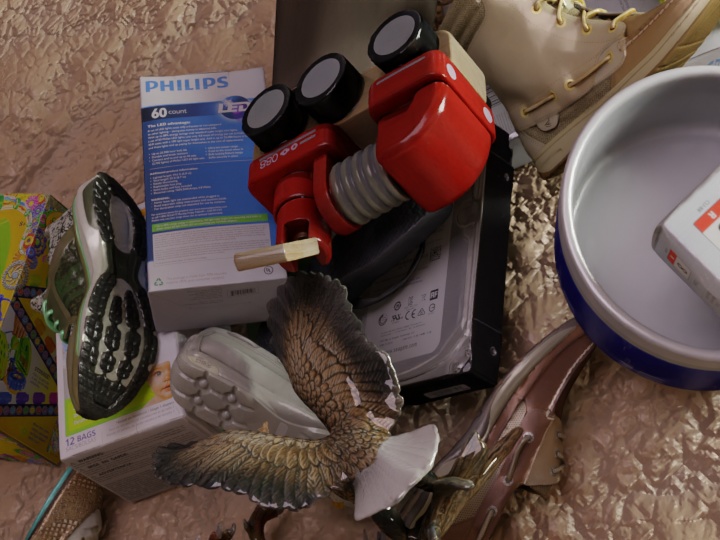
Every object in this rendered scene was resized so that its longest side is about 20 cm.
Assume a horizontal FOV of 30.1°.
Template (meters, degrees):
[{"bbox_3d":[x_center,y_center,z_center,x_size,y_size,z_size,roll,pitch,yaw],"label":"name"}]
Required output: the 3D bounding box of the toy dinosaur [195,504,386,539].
[{"bbox_3d":[-0.026,0.240,0.932,0.182,0.104,0.201,46,126,25],"label":"toy dinosaur"}]

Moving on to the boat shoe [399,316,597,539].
[{"bbox_3d":[0.106,0.122,0.914,0.072,0.076,0.201,38,87,11],"label":"boat shoe"}]

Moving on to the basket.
[{"bbox_3d":[-0.005,-0.190,1.066,0.180,0.135,0.202,-43,34,47],"label":"basket"}]

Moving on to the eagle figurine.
[{"bbox_3d":[-0.023,0.107,0.847,0.199,0.151,0.152,35,118,14],"label":"eagle figurine"}]

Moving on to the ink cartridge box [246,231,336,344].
[{"bbox_3d":[-0.069,-0.033,1.087,0.103,0.059,0.202,-20,56,16],"label":"ink cartridge box"}]

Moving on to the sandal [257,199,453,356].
[{"bbox_3d":[0.000,0.000,0.993,0.200,0.043,0.077,-41,30,31],"label":"sandal"}]

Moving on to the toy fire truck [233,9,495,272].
[{"bbox_3d":[-0.006,-0.062,0.897,0.174,0.129,0.202,-25,43,26],"label":"toy fire truck"}]

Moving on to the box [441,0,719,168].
[{"bbox_3d":[0.175,-0.184,1.057,0.198,0.041,0.158,-24,56,15],"label":"box"}]

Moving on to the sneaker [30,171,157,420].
[{"bbox_3d":[-0.206,0.028,1.001,0.088,0.077,0.202,-26,49,26],"label":"sneaker"}]

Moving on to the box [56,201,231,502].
[{"bbox_3d":[-0.169,0.061,1.061,0.111,0.101,0.202,-20,57,15],"label":"box"}]

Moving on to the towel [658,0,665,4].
[{"bbox_3d":[0.239,-0.268,1.021,0.023,0.142,0.202,-56,43,44],"label":"towel"}]

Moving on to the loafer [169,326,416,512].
[{"bbox_3d":[-0.041,0.103,0.960,0.199,0.070,0.070,33,37,0],"label":"loafer"}]

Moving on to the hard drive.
[{"bbox_3d":[0.047,-0.001,0.997,0.139,0.038,0.203,-18,54,43],"label":"hard drive"}]

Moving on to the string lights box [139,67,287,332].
[{"bbox_3d":[-0.114,-0.058,1.024,0.101,0.059,0.202,-5,57,-5],"label":"string lights box"}]

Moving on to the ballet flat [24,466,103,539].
[{"bbox_3d":[-0.243,0.236,1.039,0.065,0.071,0.201,32,83,8],"label":"ballet flat"}]

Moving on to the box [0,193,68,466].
[{"bbox_3d":[-0.337,0.047,1.144,0.197,0.122,0.195,1,64,27],"label":"box"}]

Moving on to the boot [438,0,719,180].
[{"bbox_3d":[0.152,-0.181,0.947,0.156,0.072,0.200,54,134,11],"label":"boot"}]

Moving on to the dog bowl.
[{"bbox_3d":[0.227,-0.027,0.879,0.197,0.079,0.203,-1,70,3],"label":"dog bowl"}]

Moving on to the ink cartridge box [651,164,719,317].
[{"bbox_3d":[0.299,-0.004,0.800,0.162,0.050,0.200,-41,70,-10],"label":"ink cartridge box"}]
